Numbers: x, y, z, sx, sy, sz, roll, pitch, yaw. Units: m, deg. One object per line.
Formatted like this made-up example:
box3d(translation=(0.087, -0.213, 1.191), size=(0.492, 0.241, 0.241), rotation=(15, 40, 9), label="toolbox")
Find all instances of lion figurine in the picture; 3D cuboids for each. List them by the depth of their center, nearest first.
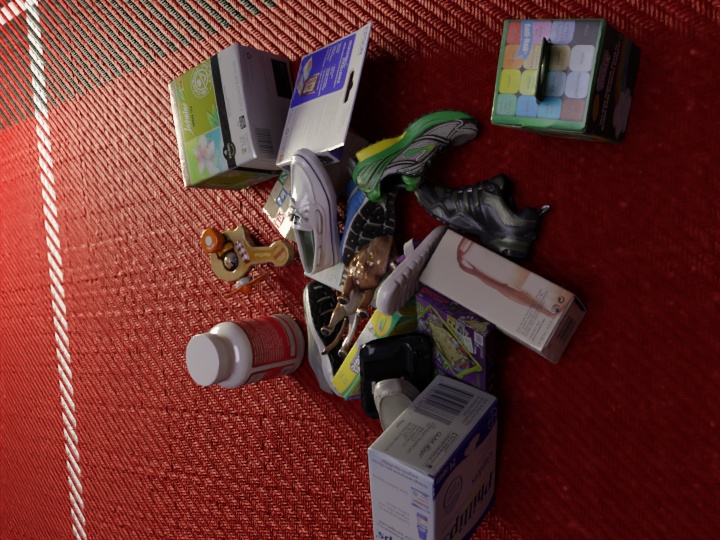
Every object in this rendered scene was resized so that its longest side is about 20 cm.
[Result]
box3d(translation=(-0.007, 0.039, 1.030), size=(0.072, 0.123, 0.200), rotation=(29, 136, -8), label="lion figurine")

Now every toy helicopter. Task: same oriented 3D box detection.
box3d(translation=(-0.204, -0.017, 1.252), size=(0.198, 0.079, 0.134), rotation=(-3, 92, 34), label="toy helicopter")

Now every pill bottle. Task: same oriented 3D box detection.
box3d(translation=(-0.200, 0.142, 1.178), size=(0.111, 0.199, 0.114), rotation=(3, 94, 37), label="pill bottle")

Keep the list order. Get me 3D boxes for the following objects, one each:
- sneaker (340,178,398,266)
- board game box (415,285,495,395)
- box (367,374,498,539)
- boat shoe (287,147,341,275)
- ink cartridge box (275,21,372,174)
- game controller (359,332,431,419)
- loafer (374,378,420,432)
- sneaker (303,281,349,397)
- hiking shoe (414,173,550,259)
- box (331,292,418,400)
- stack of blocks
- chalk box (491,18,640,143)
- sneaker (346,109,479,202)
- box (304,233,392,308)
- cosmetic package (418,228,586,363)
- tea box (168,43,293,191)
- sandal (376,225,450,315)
box3d(translation=(0.013, -0.101, 1.068), size=(0.089, 0.078, 0.202), rotation=(6, 75, 62), label="sneaker")
box3d(translation=(0.135, 0.122, 0.955), size=(0.119, 0.032, 0.201), rotation=(27, 145, 31), label="board game box")
box3d(translation=(0.105, 0.286, 0.929), size=(0.104, 0.183, 0.202), rotation=(16, 124, 33), label="box")
box3d(translation=(-0.076, -0.083, 1.035), size=(0.073, 0.067, 0.202), rotation=(15, 130, 44), label="boat shoe")
box3d(translation=(-0.047, -0.260, 1.045), size=(0.199, 0.043, 0.201), rotation=(-2, 72, 54), label="ink cartridge box")
box3d(translation=(0.051, 0.161, 1.002), size=(0.201, 0.103, 0.042), rotation=(88, -179, -48), label="game controller")
box3d(translation=(0.067, 0.228, 0.993), size=(0.069, 0.201, 0.070), rotation=(-15, 47, 12), label="loafer")
box3d(translation=(-0.065, 0.118, 1.145), size=(0.079, 0.074, 0.203), rotation=(-9, 96, 46), label="sneaker")
box3d(translation=(0.171, -0.097, 0.965), size=(0.199, 0.076, 0.101), rotation=(32, 100, 24), label="hiking shoe")
box3d(translation=(0.050, 0.108, 1.033), size=(0.048, 0.117, 0.201), rotation=(45, 118, 33), label="box")
box3d(translation=(-0.078, -0.156, 1.124), size=(0.201, 0.058, 0.115), rotation=(-60, 37, 15), label="stack of blocks")
box3d(translation=(0.240, -0.228, 0.811), size=(0.123, 0.199, 0.127), rotation=(15, 102, 36), label="chalk box")
box3d(translation=(0.085, -0.161, 0.978), size=(0.198, 0.078, 0.086), rotation=(-29, 66, 3), label="sneaker")
box3d(translation=(0.000, 0.000, 1.108), size=(0.199, 0.049, 0.083), rotation=(24, 106, 34), label="box")
box3d(translation=(0.193, 0.034, 0.918), size=(0.199, 0.103, 0.088), rotation=(31, 91, 31), label="cosmetic package")
box3d(translation=(-0.223, -0.265, 1.211), size=(0.195, 0.133, 0.203), rotation=(-15, 84, 38), label="tea box")
box3d(translation=(0.073, -0.013, 0.955), size=(0.049, 0.202, 0.083), rotation=(24, 128, 23), label="sandal")
